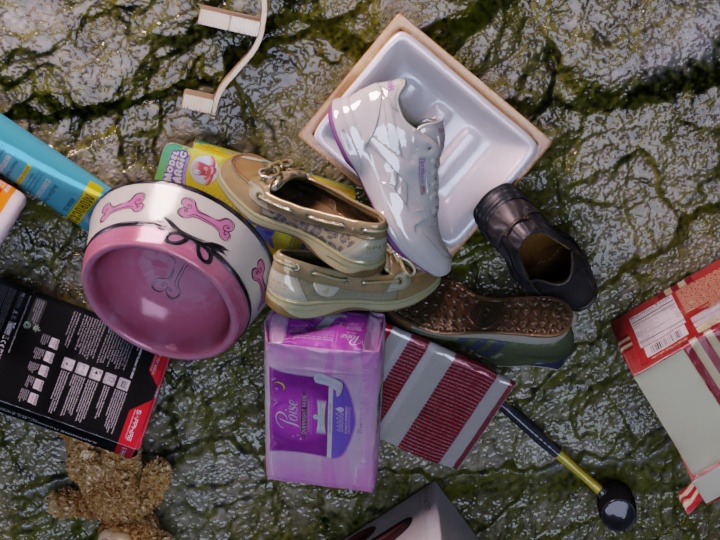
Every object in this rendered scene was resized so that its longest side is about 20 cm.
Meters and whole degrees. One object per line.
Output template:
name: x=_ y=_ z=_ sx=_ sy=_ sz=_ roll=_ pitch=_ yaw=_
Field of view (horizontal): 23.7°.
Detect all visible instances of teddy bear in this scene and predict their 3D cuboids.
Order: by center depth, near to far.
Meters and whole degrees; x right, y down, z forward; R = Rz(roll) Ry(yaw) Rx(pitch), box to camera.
teddy bear: x=-0.265 y=0.228 z=1.819 sx=0.144 sy=0.067 sz=0.201 roll=6 pitch=106 yaw=0

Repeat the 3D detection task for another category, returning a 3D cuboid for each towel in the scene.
towel: x=0.043 y=0.121 z=1.786 sx=0.199 sy=0.023 sz=0.144 roll=24 pitch=127 yaw=-8

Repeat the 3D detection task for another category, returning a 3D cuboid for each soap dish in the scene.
soap dish: x=0.064 y=-0.134 z=1.700 sx=0.200 sy=0.081 sz=0.158 roll=38 pitch=104 yaw=-12

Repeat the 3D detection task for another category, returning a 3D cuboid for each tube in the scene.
tube: x=-0.313 y=-0.095 z=1.728 sx=0.199 sy=0.051 sz=0.077 roll=34 pitch=145 yaw=-11

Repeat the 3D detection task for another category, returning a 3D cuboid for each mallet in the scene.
mallet: x=0.217 y=0.197 z=1.833 sx=0.200 sy=0.066 sz=0.041 roll=43 pitch=102 yaw=3

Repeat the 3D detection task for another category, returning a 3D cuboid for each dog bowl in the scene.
dog bowl: x=-0.187 y=0.008 z=1.696 sx=0.199 sy=0.074 sz=0.201 roll=12 pitch=139 yaw=11

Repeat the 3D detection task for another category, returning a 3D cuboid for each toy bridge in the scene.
toy bridge: x=-0.127 y=-0.245 z=1.692 sx=0.067 sy=0.027 sz=0.201 roll=11 pitch=107 yaw=-5

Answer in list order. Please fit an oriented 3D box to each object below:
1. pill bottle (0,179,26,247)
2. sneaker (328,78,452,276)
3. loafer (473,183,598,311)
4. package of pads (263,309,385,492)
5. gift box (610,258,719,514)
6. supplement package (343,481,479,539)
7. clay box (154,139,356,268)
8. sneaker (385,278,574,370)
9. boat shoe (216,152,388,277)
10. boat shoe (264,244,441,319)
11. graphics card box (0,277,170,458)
pill bottle: x=-0.442 y=-0.077 z=1.698 sx=0.199 sy=0.113 sz=0.113 roll=32 pitch=105 yaw=-10
sneaker: x=0.050 y=-0.088 z=1.632 sx=0.099 sy=0.075 sz=0.201 roll=-26 pitch=105 yaw=9
loafer: x=0.185 y=-0.006 z=1.710 sx=0.073 sy=0.072 sz=0.200 roll=-45 pitch=134 yaw=9
package of pads: x=-0.038 y=0.132 z=1.747 sx=0.120 sy=0.076 sz=0.201 roll=5 pitch=127 yaw=4
gift box: x=0.367 y=0.122 z=1.726 sx=0.184 sy=0.200 sz=0.187 roll=-30 pitch=107 yaw=14
supplement package: x=0.041 y=0.364 z=1.798 sx=0.199 sy=0.191 sz=0.147 roll=-34 pitch=105 yaw=9
clay box: x=-0.115 y=-0.056 z=1.741 sx=0.199 sy=0.048 sz=0.116 roll=17 pitch=106 yaw=-5
sneaker: x=0.124 y=0.065 z=1.768 sx=0.199 sy=0.067 sz=0.090 roll=7 pitch=146 yaw=18
boat shoe: x=-0.052 y=-0.068 z=1.641 sx=0.199 sy=0.073 sz=0.063 roll=30 pitch=131 yaw=22
boat shoe: x=-0.002 y=-0.001 z=1.709 sx=0.200 sy=0.073 sz=0.063 roll=-7 pitch=123 yaw=-29
graphics card box: x=-0.303 y=0.100 z=1.756 sx=0.199 sy=0.051 sz=0.126 roll=20 pitch=69 yaw=-8
